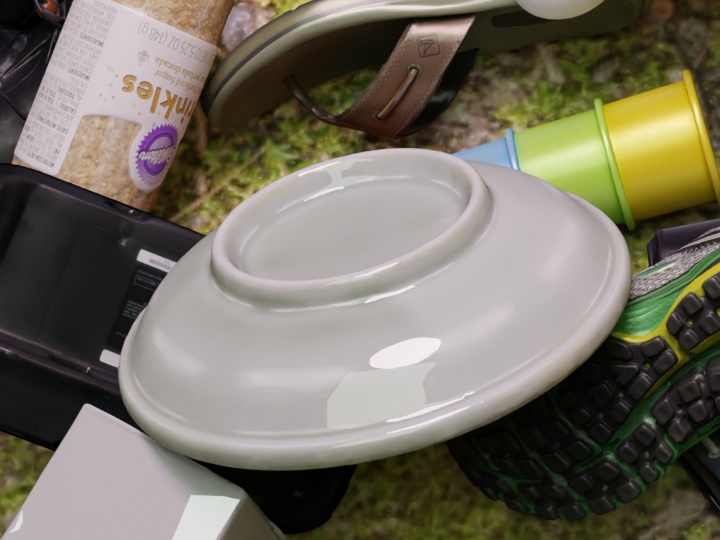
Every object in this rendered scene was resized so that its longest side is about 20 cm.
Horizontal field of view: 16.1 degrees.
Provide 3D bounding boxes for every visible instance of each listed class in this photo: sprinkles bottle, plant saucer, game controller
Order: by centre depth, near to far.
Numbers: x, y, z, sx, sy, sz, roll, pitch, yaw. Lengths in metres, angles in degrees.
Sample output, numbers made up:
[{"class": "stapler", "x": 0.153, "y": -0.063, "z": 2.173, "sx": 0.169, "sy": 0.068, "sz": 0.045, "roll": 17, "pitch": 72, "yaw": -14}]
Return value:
[{"class": "plant saucer", "x": 0.000, "y": 0.000, "z": 0.951, "sx": 0.199, "sy": 0.051, "sz": 0.200, "roll": -13, "pitch": 26, "yaw": 6}, {"class": "game controller", "x": -0.088, "y": 0.032, "z": 1.044, "sx": 0.199, "sy": 0.042, "sz": 0.105, "roll": 21, "pitch": 78, "yaw": -7}, {"class": "sprinkles bottle", "x": -0.108, "y": -0.062, "z": 1.081, "sx": 0.068, "sy": 0.068, "sz": 0.201, "roll": 23, "pitch": 93, "yaw": 20}]

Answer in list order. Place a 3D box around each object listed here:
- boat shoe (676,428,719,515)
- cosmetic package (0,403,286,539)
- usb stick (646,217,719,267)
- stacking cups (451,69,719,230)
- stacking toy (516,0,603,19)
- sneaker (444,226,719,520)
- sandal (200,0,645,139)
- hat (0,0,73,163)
[{"class": "boat shoe", "x": 0.171, "y": 0.115, "z": 0.976, "sx": 0.062, "sy": 0.075, "sz": 0.201, "roll": -26, "pitch": 63, "yaw": -2}, {"class": "cosmetic package", "x": -0.109, "y": 0.165, "z": 0.950, "sx": 0.081, "sy": 0.113, "sz": 0.201, "roll": 24, "pitch": 73, "yaw": 20}, {"class": "usb stick", "x": 0.215, "y": -0.009, "z": 1.043, "sx": 0.198, "sy": 0.033, "sz": 0.056, "roll": -11, "pitch": 59, "yaw": 8}, {"class": "stacking cups", "x": 0.053, "y": -0.026, "z": 1.078, "sx": 0.199, "sy": 0.061, "sz": 0.061, "roll": -18, "pitch": 65, "yaw": 10}, {"class": "stacking toy", "x": 0.126, "y": -0.178, "z": 1.059, "sx": 0.146, "sy": 0.146, "sz": 0.200, "roll": 27, "pitch": 68, "yaw": 21}, {"class": "sneaker", "x": 0.119, "y": 0.034, "z": 0.978, "sx": 0.199, "sy": 0.085, "sz": 0.078, "roll": -22, "pitch": 101, "yaw": 26}, {"class": "sandal", "x": 0.027, "y": -0.090, "z": 1.096, "sx": 0.199, "sy": 0.080, "sz": 0.058, "roll": -12, "pitch": 79, "yaw": 6}, {"class": "hat", "x": -0.187, "y": -0.121, "z": 1.139, "sx": 0.199, "sy": 0.202, "sz": 0.081, "roll": -24, "pitch": 25, "yaw": 1}]
